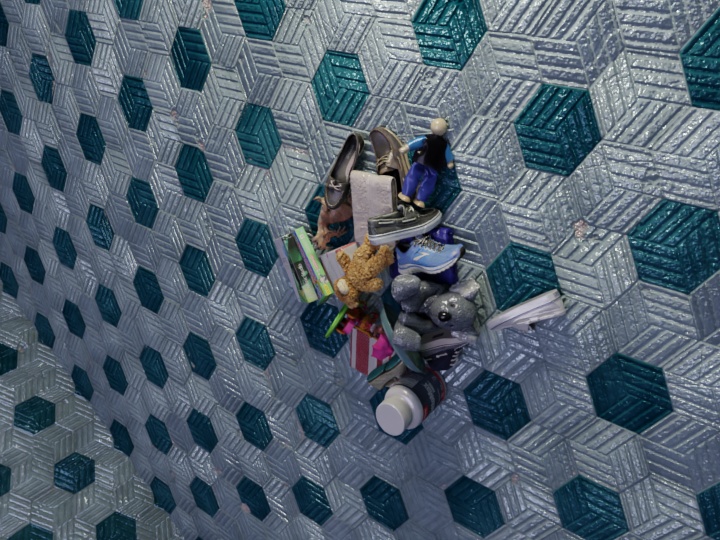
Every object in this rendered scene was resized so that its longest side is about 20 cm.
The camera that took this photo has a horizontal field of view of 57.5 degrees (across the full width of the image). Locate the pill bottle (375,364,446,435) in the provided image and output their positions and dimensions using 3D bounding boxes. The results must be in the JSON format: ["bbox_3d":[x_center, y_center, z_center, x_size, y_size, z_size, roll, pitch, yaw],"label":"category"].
[{"bbox_3d":[0.131,0.343,1.724,0.118,0.199,0.122,16,119,32],"label":"pill bottle"}]

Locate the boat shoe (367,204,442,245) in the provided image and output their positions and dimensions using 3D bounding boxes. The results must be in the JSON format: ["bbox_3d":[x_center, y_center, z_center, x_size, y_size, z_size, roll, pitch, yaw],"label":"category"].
[{"bbox_3d":[0.107,-0.120,1.554,0.072,0.196,0.073,31,137,59],"label":"boat shoe"}]

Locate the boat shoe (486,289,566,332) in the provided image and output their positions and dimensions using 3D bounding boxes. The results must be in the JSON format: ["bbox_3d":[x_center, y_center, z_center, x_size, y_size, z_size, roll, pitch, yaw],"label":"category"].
[{"bbox_3d":[0.378,0.110,1.508,0.199,0.073,0.066,-31,84,44],"label":"boat shoe"}]

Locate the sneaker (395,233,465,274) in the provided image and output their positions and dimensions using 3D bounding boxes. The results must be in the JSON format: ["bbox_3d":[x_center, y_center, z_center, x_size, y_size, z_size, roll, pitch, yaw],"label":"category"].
[{"bbox_3d":[0.158,-0.044,1.556,0.197,0.078,0.091,-6,112,41],"label":"sneaker"}]

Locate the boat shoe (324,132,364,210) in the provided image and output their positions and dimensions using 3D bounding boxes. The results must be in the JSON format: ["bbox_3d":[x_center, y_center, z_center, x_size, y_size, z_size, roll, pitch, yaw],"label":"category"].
[{"bbox_3d":[-0.048,-0.253,1.655,0.066,0.057,0.204,23,93,12],"label":"boat shoe"}]

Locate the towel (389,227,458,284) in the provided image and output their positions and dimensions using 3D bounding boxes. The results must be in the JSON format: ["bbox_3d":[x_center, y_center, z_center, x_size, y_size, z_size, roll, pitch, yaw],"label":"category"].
[{"bbox_3d":[0.152,-0.044,1.650,0.197,0.049,0.151,6,118,37],"label":"towel"}]

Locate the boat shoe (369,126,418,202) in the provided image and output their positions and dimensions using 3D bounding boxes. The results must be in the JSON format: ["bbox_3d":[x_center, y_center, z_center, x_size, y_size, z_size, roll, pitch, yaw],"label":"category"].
[{"bbox_3d":[0.077,-0.258,1.598,0.074,0.073,0.203,-34,86,42],"label":"boat shoe"}]

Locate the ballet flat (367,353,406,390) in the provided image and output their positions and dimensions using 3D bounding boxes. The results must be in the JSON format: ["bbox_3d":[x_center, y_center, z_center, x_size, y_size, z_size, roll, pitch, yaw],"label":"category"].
[{"bbox_3d":[0.090,0.276,1.802,0.062,0.068,0.200,38,141,-9],"label":"ballet flat"}]

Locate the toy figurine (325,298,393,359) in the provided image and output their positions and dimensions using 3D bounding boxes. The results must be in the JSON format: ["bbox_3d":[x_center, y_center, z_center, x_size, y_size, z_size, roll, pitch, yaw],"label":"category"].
[{"bbox_3d":[0.022,0.159,1.785,0.182,0.200,0.151,35,109,-2],"label":"toy figurine"}]

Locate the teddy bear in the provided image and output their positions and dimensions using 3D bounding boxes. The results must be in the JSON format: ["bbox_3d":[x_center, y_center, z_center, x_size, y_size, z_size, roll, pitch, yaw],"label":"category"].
[{"bbox_3d":[0.000,0.000,1.643,0.198,0.067,0.147,-32,88,21],"label":"teddy bear"}]

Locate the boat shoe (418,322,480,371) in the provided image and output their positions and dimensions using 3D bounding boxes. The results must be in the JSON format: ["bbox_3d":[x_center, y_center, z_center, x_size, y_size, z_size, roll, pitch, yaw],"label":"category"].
[{"bbox_3d":[0.237,0.197,1.674,0.198,0.075,0.094,-19,110,44],"label":"boat shoe"}]

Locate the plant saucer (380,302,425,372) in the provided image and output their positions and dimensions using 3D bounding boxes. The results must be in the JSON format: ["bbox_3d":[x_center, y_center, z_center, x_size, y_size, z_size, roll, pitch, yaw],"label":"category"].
[{"bbox_3d":[0.105,0.177,1.685,0.027,0.200,0.203,-31,87,11],"label":"plant saucer"}]

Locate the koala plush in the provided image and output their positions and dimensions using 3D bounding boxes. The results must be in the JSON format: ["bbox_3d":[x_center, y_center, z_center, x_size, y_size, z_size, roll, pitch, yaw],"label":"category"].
[{"bbox_3d":[0.190,0.092,1.572,0.195,0.183,0.182,1,97,21],"label":"koala plush"}]

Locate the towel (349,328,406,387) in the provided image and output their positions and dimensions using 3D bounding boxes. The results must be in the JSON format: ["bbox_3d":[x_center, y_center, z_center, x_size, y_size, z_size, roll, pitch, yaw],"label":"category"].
[{"bbox_3d":[0.052,0.252,1.873,0.197,0.023,0.147,23,123,32],"label":"towel"}]

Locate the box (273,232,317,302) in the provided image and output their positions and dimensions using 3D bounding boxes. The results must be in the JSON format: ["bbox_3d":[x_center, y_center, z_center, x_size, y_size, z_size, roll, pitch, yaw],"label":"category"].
[{"bbox_3d":[-0.189,-0.005,1.906,0.204,0.036,0.144,67,164,-5],"label":"box"}]

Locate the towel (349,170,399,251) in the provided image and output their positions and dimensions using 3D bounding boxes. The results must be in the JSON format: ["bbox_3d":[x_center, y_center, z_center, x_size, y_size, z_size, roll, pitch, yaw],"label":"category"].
[{"bbox_3d":[0.034,-0.145,1.628,0.130,0.034,0.204,15,125,33],"label":"towel"}]

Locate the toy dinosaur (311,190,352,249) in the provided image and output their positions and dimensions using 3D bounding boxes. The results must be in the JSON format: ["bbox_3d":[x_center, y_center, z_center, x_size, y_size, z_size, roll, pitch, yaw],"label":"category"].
[{"bbox_3d":[-0.056,-0.155,1.752,0.198,0.086,0.137,-30,100,26],"label":"toy dinosaur"}]

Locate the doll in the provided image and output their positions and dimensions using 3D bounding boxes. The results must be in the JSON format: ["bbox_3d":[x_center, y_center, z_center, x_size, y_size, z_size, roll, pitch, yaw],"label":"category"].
[{"bbox_3d":[0.151,-0.255,1.525,0.134,0.049,0.204,18,108,-11],"label":"doll"}]

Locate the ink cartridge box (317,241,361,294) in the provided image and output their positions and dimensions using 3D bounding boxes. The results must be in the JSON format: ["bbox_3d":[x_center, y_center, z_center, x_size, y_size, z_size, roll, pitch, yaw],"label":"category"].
[{"bbox_3d":[-0.048,-0.004,1.790,0.199,0.067,0.119,-12,101,63],"label":"ink cartridge box"}]

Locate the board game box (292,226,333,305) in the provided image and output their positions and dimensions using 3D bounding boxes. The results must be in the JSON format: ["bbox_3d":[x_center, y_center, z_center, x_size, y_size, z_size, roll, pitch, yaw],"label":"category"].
[{"bbox_3d":[-0.140,-0.010,1.857,0.203,0.029,0.135,65,164,7],"label":"board game box"}]
